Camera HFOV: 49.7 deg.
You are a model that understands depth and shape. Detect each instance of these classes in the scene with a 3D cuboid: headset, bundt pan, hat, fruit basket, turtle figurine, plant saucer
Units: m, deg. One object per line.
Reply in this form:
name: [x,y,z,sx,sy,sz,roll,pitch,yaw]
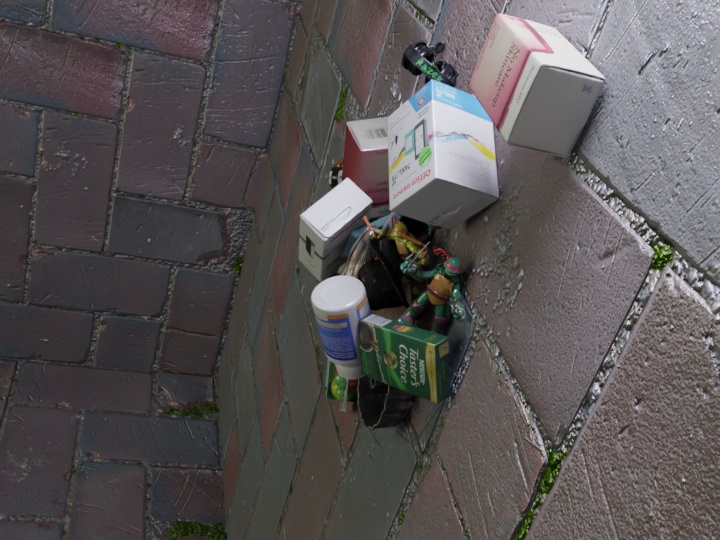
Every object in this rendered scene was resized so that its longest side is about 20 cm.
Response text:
headset: [0.151,-0.431,1.609,0.094,0.123,0.200,-49,9,15]
bundt pan: [0.059,0.238,1.642,0.202,0.075,0.205,-171,90,-72]
hat: [0.043,0.039,1.597,0.080,0.201,0.201,-32,30,4]
fruit basket: [-0.040,0.247,1.878,0.200,0.092,0.188,87,-172,-81]
turtle figurine: [0.144,0.042,1.441,0.149,0.100,0.201,39,131,23]
turtle figurine: [0.090,-0.040,1.570,0.199,0.064,0.162,27,146,45]
plant saucer: [0.035,-0.082,1.729,0.019,0.199,0.070,39,129,23]

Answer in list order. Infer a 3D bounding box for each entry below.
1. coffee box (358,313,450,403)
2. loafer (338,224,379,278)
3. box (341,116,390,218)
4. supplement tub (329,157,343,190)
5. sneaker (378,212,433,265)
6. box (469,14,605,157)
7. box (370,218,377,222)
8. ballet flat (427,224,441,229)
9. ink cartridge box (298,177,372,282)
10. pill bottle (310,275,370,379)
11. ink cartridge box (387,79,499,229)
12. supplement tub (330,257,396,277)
coffee box: [0.081,0.163,1.469,0.199,0.044,0.125,16,117,42]
loafer: [0.000,0.000,1.677,0.063,0.072,0.201,38,110,24]
box: [0.034,-0.228,1.743,0.201,0.126,0.110,96,157,-45]
supplement tub: [-0.008,-0.228,1.951,0.200,0.121,0.124,-160,79,-71]
sneaker: [0.099,-0.080,1.650,0.121,0.083,0.202,-98,27,-62]
box: [0.258,-0.282,1.173,0.201,0.108,0.129,-106,30,-52]
box: [-0.022,-0.047,1.947,0.048,0.116,0.203,-145,64,-77]
ballet flat: [0.164,-0.184,1.546,0.072,0.067,0.202,-21,57,47]
ink cartridge box: [-0.057,-0.086,1.692,0.084,0.144,0.201,43,157,15]
pill bottle: [-0.028,0.121,1.579,0.113,0.111,0.202,-109,6,-54]
ink cartridge box: [0.147,-0.205,1.413,0.146,0.145,0.202,-32,52,51]
supplement tub: [0.007,0.018,1.824,0.200,0.121,0.124,175,102,-71]
